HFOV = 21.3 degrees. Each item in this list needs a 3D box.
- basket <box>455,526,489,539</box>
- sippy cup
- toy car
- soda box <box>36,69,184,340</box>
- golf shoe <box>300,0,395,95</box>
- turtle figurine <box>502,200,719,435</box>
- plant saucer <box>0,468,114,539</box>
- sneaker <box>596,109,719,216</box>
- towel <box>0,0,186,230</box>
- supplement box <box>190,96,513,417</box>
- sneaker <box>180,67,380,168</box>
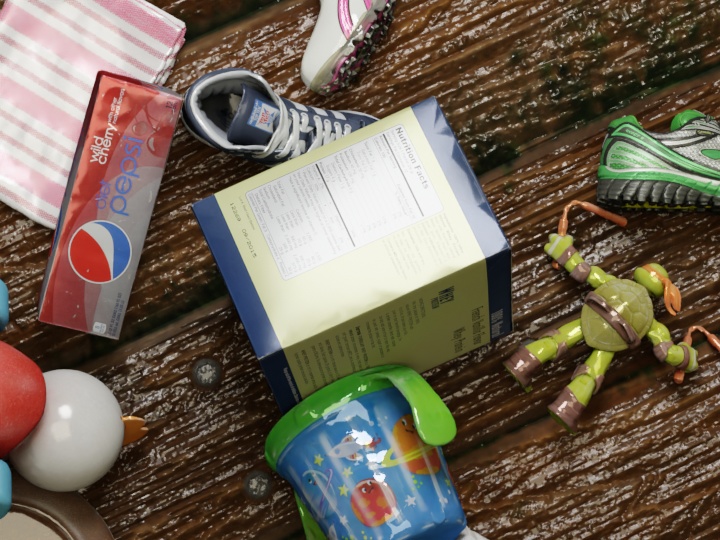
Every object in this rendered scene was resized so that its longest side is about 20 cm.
[{"bbox_3d":[0.133,0.304,1.499,0.199,0.136,0.124,31,88,-1],"label":"basket"},{"bbox_3d":[0.012,0.163,1.477,0.139,0.178,0.131,-26,67,-4],"label":"sippy cup"},{"bbox_3d":[-0.263,0.128,1.496,0.199,0.177,0.185,15,55,-35],"label":"toy car"},{"bbox_3d":[-0.200,-0.053,1.515,0.070,0.063,0.201,15,96,-13],"label":"soda box"},{"bbox_3d":[-0.008,-0.235,1.552,0.092,0.073,0.201,25,74,5],"label":"golf shoe"},{"bbox_3d":[0.205,0.053,1.549,0.200,0.064,0.161,44,86,0],"label":"turtle figurine"},{"bbox_3d":[-0.288,0.260,1.532,0.199,0.034,0.202,0,87,-2],"label":"plant saucer"},{"bbox_3d":[0.292,-0.090,1.555,0.198,0.078,0.086,3,83,-4],"label":"sneaker"},{"bbox_3d":[-0.247,-0.146,1.555,0.146,0.030,0.201,29,86,0],"label":"towel"},{"bbox_3d":[0.000,0.000,1.462,0.199,0.200,0.135,-24,70,-3],"label":"supplement box"},{"bbox_3d":[-0.049,-0.108,1.523,0.199,0.109,0.071,15,87,-2],"label":"sneaker"}]
